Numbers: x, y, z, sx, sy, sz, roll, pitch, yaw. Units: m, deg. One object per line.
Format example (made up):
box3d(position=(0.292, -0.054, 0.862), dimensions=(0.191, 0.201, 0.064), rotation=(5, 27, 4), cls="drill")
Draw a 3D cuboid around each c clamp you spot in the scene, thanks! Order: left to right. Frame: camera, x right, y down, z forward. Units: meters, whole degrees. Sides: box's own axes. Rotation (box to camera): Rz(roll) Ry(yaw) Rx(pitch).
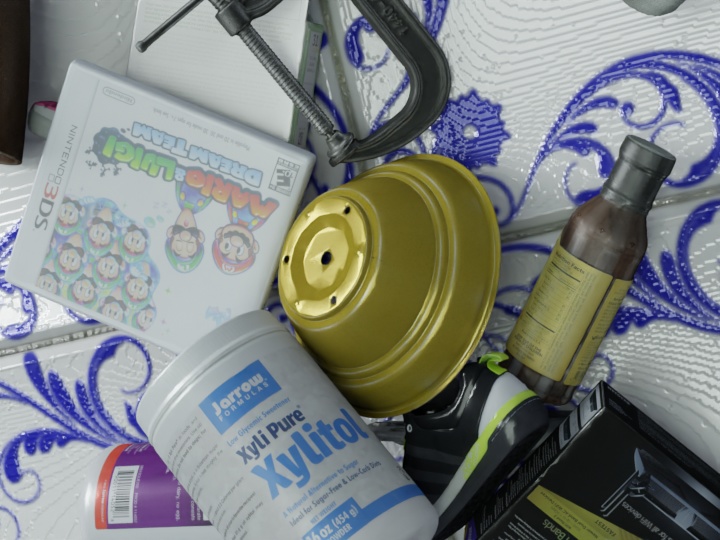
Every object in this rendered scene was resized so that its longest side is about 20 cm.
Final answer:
box3d(position=(-0.038, -0.156, 1.431), dimensions=(0.200, 0.027, 0.171), rotation=(44, 85, -9), cls="c clamp")

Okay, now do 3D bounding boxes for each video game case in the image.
box3d(position=(-0.153, -0.039, 1.454), dimensions=(0.199, 0.024, 0.183), rotation=(22, 105, 7), cls="video game case")

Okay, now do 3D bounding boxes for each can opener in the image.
box3d(position=(0.097, 0.106, 1.444), dimensions=(0.199, 0.053, 0.067), rotation=(-2, 97, 18), cls="can opener")

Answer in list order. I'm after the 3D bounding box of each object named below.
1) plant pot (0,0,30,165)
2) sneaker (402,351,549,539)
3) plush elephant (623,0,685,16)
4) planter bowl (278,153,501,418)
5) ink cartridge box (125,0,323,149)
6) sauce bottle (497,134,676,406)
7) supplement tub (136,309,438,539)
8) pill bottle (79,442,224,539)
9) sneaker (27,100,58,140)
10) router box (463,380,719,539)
box3d(position=(-0.332, -0.202, 1.502), dimensions=(0.186, 0.187, 0.201), rotation=(11, 86, 17), cls="plant pot")
box3d(position=(0.062, 0.135, 1.408), dimensions=(0.083, 0.072, 0.200), rotation=(48, 122, 16), cls="sneaker")
box3d(position=(0.187, -0.268, 1.316), dimensions=(0.165, 0.200, 0.155), rotation=(43, 127, 2), cls="plush elephant")
box3d(position=(0.000, 0.000, 1.397), dimensions=(0.200, 0.083, 0.202), rotation=(-20, 61, 41), cls="planter bowl")
box3d(position=(-0.100, -0.198, 1.477), dimensions=(0.145, 0.048, 0.201), rotation=(11, 94, 17), cls="ink cartridge box")
box3d(position=(0.168, -0.001, 1.400), dimensions=(0.065, 0.065, 0.201), rotation=(30, 104, 13), cls="sauce bottle")
box3d(position=(-0.052, 0.142, 1.366), dimensions=(0.132, 0.132, 0.200), rotation=(-47, 73, 18), cls="supplement tub")
box3d(position=(-0.109, 0.186, 1.495), dimensions=(0.199, 0.112, 0.113), rotation=(-5, 95, 19), cls="pill bottle")
box3d(position=(-0.187, -0.059, 1.506), dimensions=(0.200, 0.081, 0.088), rotation=(37, 105, 12), cls="sneaker")
box3d(position=(0.198, 0.201, 1.391), dimensions=(0.200, 0.052, 0.157), rotation=(39, 108, -9), cls="router box")
